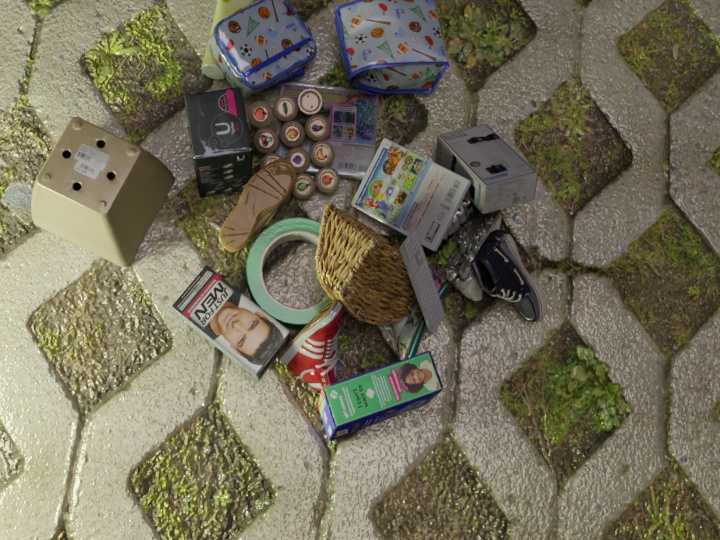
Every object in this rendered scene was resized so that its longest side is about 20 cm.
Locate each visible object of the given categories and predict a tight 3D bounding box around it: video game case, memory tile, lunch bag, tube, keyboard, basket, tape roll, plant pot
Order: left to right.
[{"bbox_3d":[-0.466,-0.154,1.514,0.197,0.177,0.203,25,74,-1],"label":"plant pot"},{"bbox_3d":[-0.266,-0.477,1.691,0.051,0.058,0.203,0,67,32],"label":"tube"},{"bbox_3d":[-0.183,-0.432,1.653,0.199,0.075,0.162,-35,92,-28],"label":"lunch bag"},{"bbox_3d":[-0.126,-0.234,1.630,0.150,0.017,0.204,-13,93,-5],"label":"memory tile"},{"bbox_3d":[-0.114,0.005,1.589,0.196,0.048,0.204,2,75,-7],"label":"tape roll"},{"bbox_3d":[-0.066,-0.273,1.679,0.196,0.024,0.186,5,75,-6],"label":"video game case"},{"bbox_3d":[0.000,0.000,1.535,0.149,0.199,0.144,38,97,39],"label":"basket"},{"bbox_3d":[0.053,-0.442,1.680,0.196,0.124,0.173,-5,68,-18],"label":"lunch bag"},{"bbox_3d":[0.092,-0.144,1.603,0.198,0.018,0.145,30,96,26],"label":"video game case"},{"bbox_3d":[0.113,0.021,1.524,0.011,0.202,0.056,9,43,39],"label":"keyboard"}]

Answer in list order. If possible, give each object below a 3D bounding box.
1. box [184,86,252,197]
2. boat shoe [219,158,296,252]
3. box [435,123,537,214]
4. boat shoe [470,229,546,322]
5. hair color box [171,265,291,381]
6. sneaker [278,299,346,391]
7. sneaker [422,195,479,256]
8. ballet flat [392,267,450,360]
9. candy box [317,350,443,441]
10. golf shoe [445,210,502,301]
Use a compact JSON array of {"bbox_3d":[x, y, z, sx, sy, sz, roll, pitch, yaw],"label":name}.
[{"bbox_3d":[-0.254,-0.227,1.548,0.104,0.200,0.125,-10,77,-9],"label":"box"},{"bbox_3d":[-0.194,-0.120,1.594,0.073,0.069,0.201,39,81,-3],"label":"boat shoe"},{"bbox_3d":[0.234,-0.196,1.620,0.115,0.061,0.201,-15,40,-15],"label":"box"},{"bbox_3d":[0.271,0.033,1.586,0.093,0.074,0.202,-44,110,-34],"label":"boat shoe"},{"bbox_3d":[-0.229,0.094,1.532,0.199,0.061,0.099,37,74,10],"label":"hair color box"},{"bbox_3d":[-0.057,0.138,1.499,0.112,0.200,0.071,43,46,0],"label":"sneaker"},{"bbox_3d":[0.150,-0.105,1.642,0.200,0.067,0.090,-43,60,-10],"label":"sneaker"},{"bbox_3d":[0.102,0.081,1.593,0.070,0.069,0.202,24,68,12],"label":"ballet flat"},{"bbox_3d":[0.029,0.220,1.490,0.197,0.169,0.078,-19,75,-12],"label":"candy box"},{"bbox_3d":[0.229,-0.032,1.641,0.098,0.078,0.202,50,56,-30],"label":"golf shoe"}]
